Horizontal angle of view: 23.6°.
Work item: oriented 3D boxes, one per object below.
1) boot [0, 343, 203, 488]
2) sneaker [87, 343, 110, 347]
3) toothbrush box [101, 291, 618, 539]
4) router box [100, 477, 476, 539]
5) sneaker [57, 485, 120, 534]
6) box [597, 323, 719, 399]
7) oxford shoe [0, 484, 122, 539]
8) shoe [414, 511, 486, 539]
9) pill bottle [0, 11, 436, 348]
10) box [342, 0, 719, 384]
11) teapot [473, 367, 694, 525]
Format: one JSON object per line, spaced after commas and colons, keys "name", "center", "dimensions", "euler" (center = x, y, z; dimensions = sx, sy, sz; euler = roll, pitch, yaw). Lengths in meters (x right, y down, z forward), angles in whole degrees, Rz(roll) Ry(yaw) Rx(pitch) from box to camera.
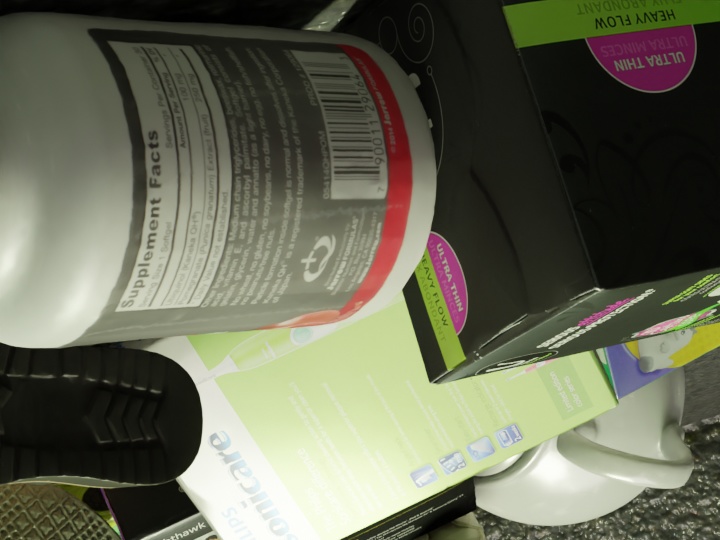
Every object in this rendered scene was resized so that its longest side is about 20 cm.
{"name": "boot", "center": [-0.183, 0.059, 0.702], "dimensions": [0.138, 0.078, 0.200], "euler": [-10, 155, 42]}
{"name": "sneaker", "center": [-0.124, -0.011, 0.744], "dimensions": [0.200, 0.076, 0.077], "euler": [-25, 142, 29]}
{"name": "toothbrush box", "center": [-0.002, 0.033, 0.812], "dimensions": [0.200, 0.086, 0.146], "euler": [-27, 121, 6]}
{"name": "router box", "center": [-0.034, 0.127, 0.982], "dimensions": [0.200, 0.051, 0.149], "euler": [-24, 146, -9]}
{"name": "sneaker", "center": [-0.167, 0.136, 1.008], "dimensions": [0.200, 0.074, 0.084], "euler": [-18, 162, -8]}
{"name": "box", "center": [0.192, -0.028, 0.903], "dimensions": [0.200, 0.118, 0.048], "euler": [-27, -154, -19]}
{"name": "oxford shoe", "center": [-0.211, 0.143, 0.915], "dimensions": [0.200, 0.075, 0.058], "euler": [21, 147, -34]}
{"name": "shoe", "center": [0.031, 0.162, 1.103], "dimensions": [0.070, 0.054, 0.200], "euler": [-15, -171, -14]}
{"name": "pill bottle", "center": [-0.080, -0.031, 0.587], "dimensions": [0.200, 0.111, 0.111], "euler": [-3, 160, -41]}
{"name": "box", "center": [0.115, -0.057, 0.663], "dimensions": [0.200, 0.149, 0.124], "euler": [-11, 166, -29]}
{"name": "teapot", "center": [0.101, 0.076, 1.099], "dimensions": [0.200, 0.198, 0.146], "euler": [-33, 160, 37]}
